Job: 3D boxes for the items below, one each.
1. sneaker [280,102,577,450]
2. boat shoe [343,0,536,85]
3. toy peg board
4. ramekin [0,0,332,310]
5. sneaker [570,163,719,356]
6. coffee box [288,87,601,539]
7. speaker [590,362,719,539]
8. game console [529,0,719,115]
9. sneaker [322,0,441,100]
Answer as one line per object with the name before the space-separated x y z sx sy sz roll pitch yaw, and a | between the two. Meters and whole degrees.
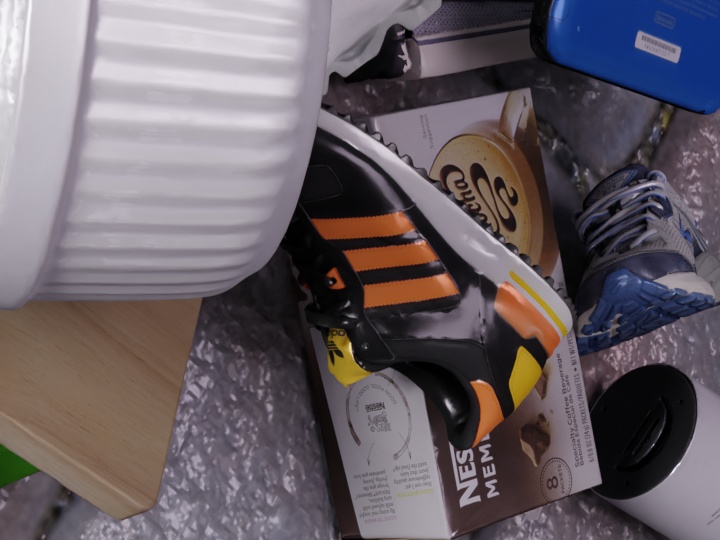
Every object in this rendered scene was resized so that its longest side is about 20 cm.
sneaker | 0.000 0.000 1.046 0.200 0.070 0.090 36 76 -19
boat shoe | 0.069 -0.152 1.212 0.200 0.075 0.093 -16 101 -44
toy peg board | -0.167 -0.020 0.981 0.200 0.098 0.199 39 45 -34
ramekin | -0.081 -0.081 0.853 0.105 0.200 0.200 6 80 -15
sneaker | 0.137 -0.009 1.235 0.200 0.077 0.085 -6 74 -77
coffee box | 0.036 0.021 1.158 0.113 0.080 0.200 -13 94 -43
speaker | 0.210 0.125 1.310 0.200 0.081 0.081 32 65 -36
game console | 0.113 -0.182 1.202 0.200 0.118 0.171 10 95 -56
sneaker | -0.041 -0.101 0.976 0.200 0.074 0.089 -49 153 -18
